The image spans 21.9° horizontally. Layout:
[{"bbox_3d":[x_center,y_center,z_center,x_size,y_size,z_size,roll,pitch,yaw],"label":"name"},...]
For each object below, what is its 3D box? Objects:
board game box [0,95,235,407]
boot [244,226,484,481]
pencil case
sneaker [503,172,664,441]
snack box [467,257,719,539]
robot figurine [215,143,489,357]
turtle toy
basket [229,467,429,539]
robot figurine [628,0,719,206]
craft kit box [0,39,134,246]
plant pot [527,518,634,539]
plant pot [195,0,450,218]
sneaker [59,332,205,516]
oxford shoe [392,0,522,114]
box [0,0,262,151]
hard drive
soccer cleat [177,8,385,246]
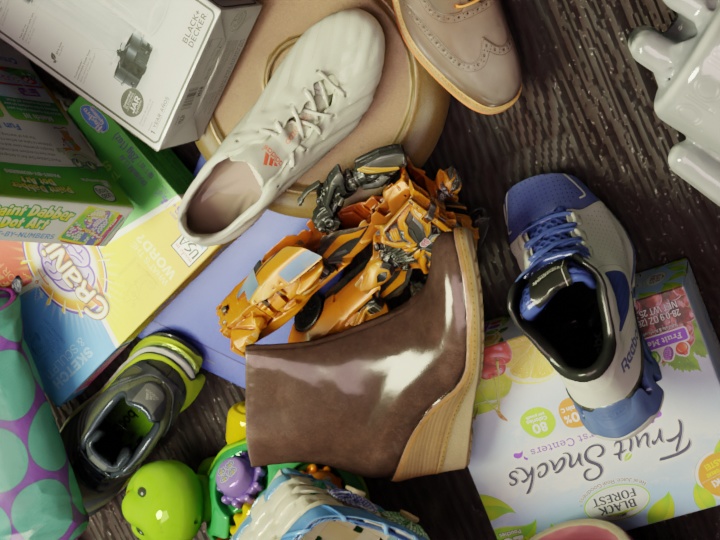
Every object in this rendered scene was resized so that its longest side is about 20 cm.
[{"bbox_3d":[-0.207,-0.018,1.390,0.153,0.040,0.200,48,115,3],"label":"board game box"},{"bbox_3d":[0.001,0.060,1.295,0.164,0.073,0.202,3,118,-1],"label":"boot"},{"bbox_3d":[-0.266,0.111,1.381,0.084,0.092,0.202,-15,106,-3],"label":"pencil case"},{"bbox_3d":[0.143,0.005,1.251,0.080,0.201,0.115,-24,145,13],"label":"sneaker"},{"bbox_3d":[0.172,0.104,1.356,0.198,0.068,0.170,-17,105,19],"label":"snack box"},{"bbox_3d":[0.000,0.000,1.327,0.200,0.059,0.145,-41,129,21],"label":"robot figurine"},{"bbox_3d":[-0.082,0.183,1.421,0.198,0.101,0.147,8,111,9],"label":"turtle toy"},{"bbox_3d":[-0.008,0.235,1.281,0.175,0.200,0.140,27,109,-33],"label":"basket"},{"bbox_3d":[0.273,-0.119,1.227,0.199,0.113,0.171,31,106,0],"label":"robot figurine"},{"bbox_3d":[-0.278,-0.103,1.269,0.198,0.199,0.049,50,115,27],"label":"craft kit box"},{"bbox_3d":[0.179,0.284,1.327,0.199,0.201,0.180,-27,119,20],"label":"plant pot"},{"bbox_3d":[-0.035,-0.135,1.317,0.198,0.027,0.202,1,100,7],"label":"plant pot"},{"bbox_3d":[-0.196,0.132,1.431,0.074,0.081,0.200,36,125,-2],"label":"sneaker"},{"bbox_3d":[0.057,-0.196,1.257,0.071,0.073,0.201,-33,102,-13],"label":"oxford shoe"},{"bbox_3d":[-0.179,-0.188,1.302,0.199,0.060,0.117,34,114,16],"label":"box"},{"bbox_3d":[-0.078,-0.012,1.390,0.131,0.025,0.201,25,113,3],"label":"hard drive"},{"bbox_3d":[-0.053,-0.093,1.274,0.069,0.078,0.200,40,102,-1],"label":"soccer cleat"}]
